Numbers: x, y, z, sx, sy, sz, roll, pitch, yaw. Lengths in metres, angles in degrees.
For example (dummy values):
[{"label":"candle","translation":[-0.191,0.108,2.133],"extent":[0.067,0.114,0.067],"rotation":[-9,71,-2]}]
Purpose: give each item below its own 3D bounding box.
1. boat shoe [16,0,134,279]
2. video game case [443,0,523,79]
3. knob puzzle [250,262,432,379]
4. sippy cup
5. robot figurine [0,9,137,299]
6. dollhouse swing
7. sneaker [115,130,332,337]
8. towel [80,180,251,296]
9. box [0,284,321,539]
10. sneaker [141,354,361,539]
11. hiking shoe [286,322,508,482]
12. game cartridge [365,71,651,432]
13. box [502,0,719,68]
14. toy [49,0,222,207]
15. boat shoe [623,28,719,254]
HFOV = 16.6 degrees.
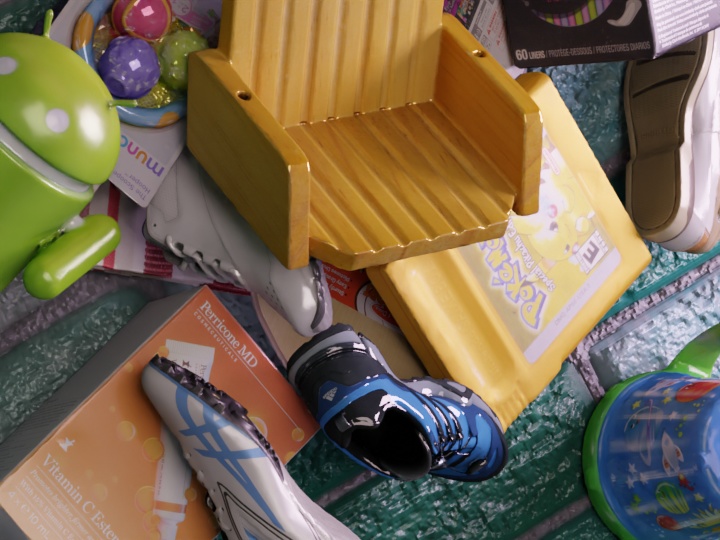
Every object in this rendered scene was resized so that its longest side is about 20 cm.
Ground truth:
[{"label":"boat shoe","translation":[-0.199,-0.093,1.582],"extent":[0.093,0.075,0.200],"rotation":[36,59,-10]},{"label":"video game case","translation":[0.061,-0.203,1.719],"extent":[0.181,0.036,0.200],"rotation":[42,59,-39]},{"label":"knob puzzle","translation":[0.000,0.000,1.689],"extent":[0.220,0.030,0.220],"rotation":[2,86,-29]},{"label":"sippy cup","translation":[0.247,0.132,1.748],"extent":[0.140,0.130,0.178],"rotation":[-15,89,-26]},{"label":"robot figurine","translation":[-0.226,-0.058,1.475],"extent":[0.175,0.116,0.200],"rotation":[46,102,2]},{"label":"dollhouse swing","translation":[0.016,-0.132,1.541],"extent":[0.200,0.176,0.182],"rotation":[-12,46,-34]},{"label":"sneaker","translation":[-0.087,-0.023,1.592],"extent":[0.087,0.075,0.200],"rotation":[-34,58,-10]},{"label":"towel","translation":[-0.124,-0.062,1.660],"extent":[0.200,0.023,0.144],"rotation":[9,78,-25]},{"label":"box","translation":[-0.144,0.123,1.577],"extent":[0.200,0.097,0.124],"rotation":[-46,103,-25]},{"label":"sneaker","translation":[-0.072,0.138,1.522],"extent":[0.072,0.072,0.200],"rotation":[-40,96,1]},{"label":"hiking shoe","translation":[0.030,0.111,1.610],"extent":[0.200,0.074,0.087],"rotation":[27,30,-42]},{"label":"game cartridge","translation":[0.104,-0.009,1.709],"extent":[0.200,0.032,0.176],"rotation":[-48,119,-29]},{"label":"box","translation":[0.165,-0.251,1.717],"extent":[0.106,0.122,0.200],"rotation":[-26,108,-49]},{"label":"toy","translation":[-0.127,-0.154,1.572],"extent":[0.115,0.047,0.200],"rotation":[38,57,-15]},{"label":"boat shoe","translation":[0.241,-0.108,1.822],"extent":[0.068,0.075,0.200],"rotation":[24,69,-41]}]
